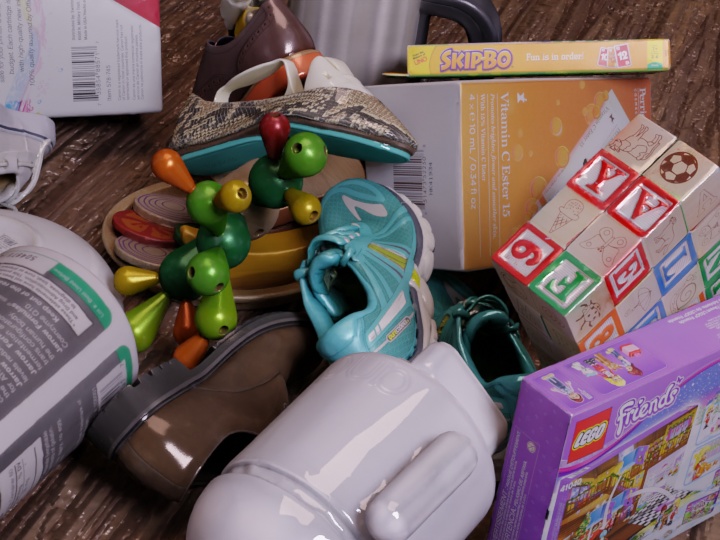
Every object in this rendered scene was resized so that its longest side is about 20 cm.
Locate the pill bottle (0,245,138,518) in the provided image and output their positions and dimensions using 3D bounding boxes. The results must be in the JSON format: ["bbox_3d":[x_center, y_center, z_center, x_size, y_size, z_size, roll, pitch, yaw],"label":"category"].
[{"bbox_3d":[-0.218,0.080,0.853,0.112,0.114,0.200,19,38,22],"label":"pill bottle"}]

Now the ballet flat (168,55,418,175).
[{"bbox_3d":[-0.048,-0.109,1.083,0.198,0.076,0.068,-1,-15,34],"label":"ballet flat"}]

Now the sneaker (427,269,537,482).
[{"bbox_3d":[0.076,0.049,1.005,0.077,0.080,0.200,-3,29,-17],"label":"sneaker"}]

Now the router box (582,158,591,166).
[{"bbox_3d":[0.231,0.013,1.025,0.198,0.150,0.051,5,28,-1],"label":"router box"}]

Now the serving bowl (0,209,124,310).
[{"bbox_3d":[-0.250,0.011,1.029,0.198,0.066,0.201,5,29,-3],"label":"serving bowl"}]

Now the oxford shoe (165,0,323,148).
[{"bbox_3d":[-0.095,-0.135,1.202,0.071,0.200,0.073,-19,81,-42],"label":"oxford shoe"}]

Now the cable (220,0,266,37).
[{"bbox_3d":[-0.103,-0.187,1.269,0.050,0.200,0.098,-11,66,-23],"label":"cable"}]

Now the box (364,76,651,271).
[{"bbox_3d":[0.107,-0.072,1.123,0.199,0.126,0.097,-8,9,-41],"label":"box"}]

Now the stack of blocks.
[{"bbox_3d":[0.156,0.021,0.901,0.115,0.200,0.059,-43,53,-10],"label":"stack of blocks"}]

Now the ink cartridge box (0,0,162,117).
[{"bbox_3d":[-0.271,-0.204,1.299,0.198,0.147,0.145,-3,15,-17],"label":"ink cartridge box"}]

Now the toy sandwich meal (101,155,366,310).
[{"bbox_3d":[-0.086,-0.043,1.149,0.203,0.071,0.206,4,29,-2],"label":"toy sandwich meal"}]

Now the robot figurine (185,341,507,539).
[{"bbox_3d":[-0.010,0.121,0.806,0.113,0.169,0.200,51,54,-5],"label":"robot figurine"}]

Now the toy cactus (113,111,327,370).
[{"bbox_3d":[-0.090,-0.029,1.004,0.102,0.201,0.165,32,27,-4],"label":"toy cactus"}]

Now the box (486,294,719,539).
[{"bbox_3d":[0.157,0.094,0.879,0.199,0.138,0.039,-18,40,-37],"label":"box"}]

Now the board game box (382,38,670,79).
[{"bbox_3d":[0.115,-0.150,1.141,0.198,0.030,0.096,-4,5,3],"label":"board game box"}]

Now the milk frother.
[{"bbox_3d":[0.013,-0.186,1.297,0.179,0.190,0.201,3,31,-13],"label":"milk frother"}]

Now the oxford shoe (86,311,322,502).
[{"bbox_3d":[-0.072,0.085,0.945,0.084,0.073,0.200,43,35,10],"label":"oxford shoe"}]

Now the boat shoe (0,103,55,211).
[{"bbox_3d":[-0.272,-0.075,1.175,0.074,0.087,0.202,1,0,1],"label":"boat shoe"}]

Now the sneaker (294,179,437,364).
[{"bbox_3d":[0.000,0.000,0.994,0.080,0.077,0.201,38,23,-29],"label":"sneaker"}]
